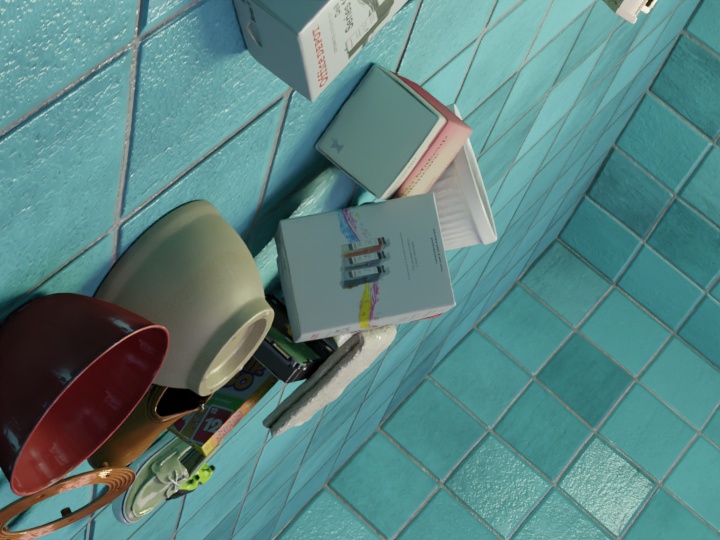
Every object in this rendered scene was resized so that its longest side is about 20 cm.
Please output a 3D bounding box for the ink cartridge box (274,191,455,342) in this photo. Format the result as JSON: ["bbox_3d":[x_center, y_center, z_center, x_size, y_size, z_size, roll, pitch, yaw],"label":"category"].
[{"bbox_3d":[0.000,0.000,1.573,0.197,0.147,0.145,-10,174,-7],"label":"ink cartridge box"}]

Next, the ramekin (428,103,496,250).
[{"bbox_3d":[0.114,-0.122,1.771,0.104,0.203,0.200,-18,172,10],"label":"ramekin"}]

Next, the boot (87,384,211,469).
[{"bbox_3d":[-0.236,0.167,1.459,0.199,0.077,0.155,-37,-170,-10],"label":"boot"}]

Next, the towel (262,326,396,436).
[{"bbox_3d":[-0.040,0.148,1.704,0.200,0.035,0.132,-45,170,17],"label":"towel"}]

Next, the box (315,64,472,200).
[{"bbox_3d":[0.047,-0.167,1.588,0.128,0.109,0.200,-52,168,12],"label":"box"}]

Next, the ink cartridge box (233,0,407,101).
[{"bbox_3d":[-0.014,-0.269,1.125,0.200,0.083,0.147,-48,167,-9],"label":"ink cartridge box"}]

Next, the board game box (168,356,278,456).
[{"bbox_3d":[-0.181,0.162,1.759,0.200,0.095,0.030,-44,139,-25],"label":"board game box"}]

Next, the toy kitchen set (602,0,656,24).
[{"bbox_3d":[0.422,-0.442,1.786,0.179,0.201,0.164,21,116,-31],"label":"toy kitchen set"}]

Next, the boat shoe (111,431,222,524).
[{"bbox_3d":[-0.275,0.283,1.800,0.200,0.061,0.073,-50,134,-34],"label":"boat shoe"}]

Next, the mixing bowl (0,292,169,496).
[{"bbox_3d":[-0.282,0.095,1.161,0.200,0.108,0.200,-47,167,-14],"label":"mixing bowl"}]

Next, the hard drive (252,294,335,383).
[{"bbox_3d":[-0.111,0.090,1.694,0.038,0.139,0.200,-51,169,8],"label":"hard drive"}]

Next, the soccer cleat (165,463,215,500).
[{"bbox_3d":[-0.286,0.324,1.935,0.081,0.068,0.200,-38,169,6],"label":"soccer cleat"}]

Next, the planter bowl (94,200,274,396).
[{"bbox_3d":[-0.177,0.046,1.341,0.201,0.134,0.200,-48,168,-13],"label":"planter bowl"}]

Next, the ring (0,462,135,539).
[{"bbox_3d":[-0.359,0.272,1.473,0.198,0.019,0.201,-25,162,-9],"label":"ring"}]

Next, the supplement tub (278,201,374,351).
[{"bbox_3d":[-0.009,0.015,1.830,0.200,0.145,0.146,-46,167,-19],"label":"supplement tub"}]
